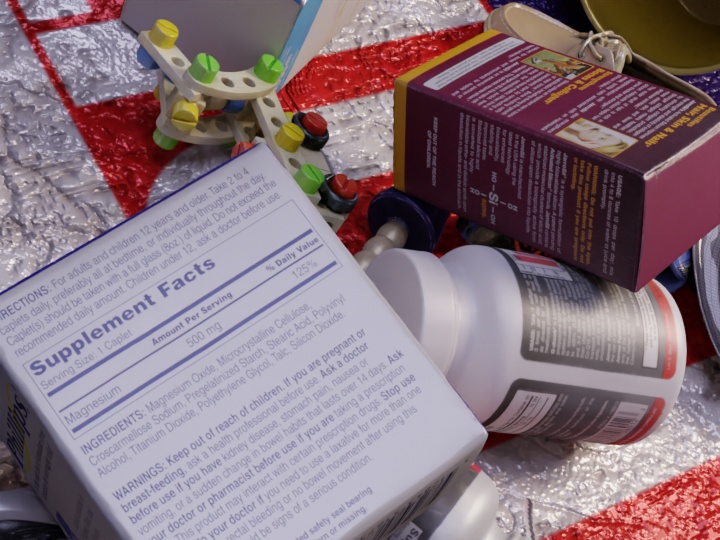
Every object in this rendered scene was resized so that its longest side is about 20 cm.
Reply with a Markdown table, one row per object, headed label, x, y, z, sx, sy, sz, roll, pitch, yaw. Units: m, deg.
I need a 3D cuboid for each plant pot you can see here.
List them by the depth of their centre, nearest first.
| label | x | y | z | sx | sy | sz | roll | pitch | yaw |
| --- | --- | --- | --- | --- | --- | --- | --- | --- | --- |
| plant pot | 0.295 | -0.261 | 1.309 | 0.200 | 0.200 | 0.142 | 49 | 22 | 16 |

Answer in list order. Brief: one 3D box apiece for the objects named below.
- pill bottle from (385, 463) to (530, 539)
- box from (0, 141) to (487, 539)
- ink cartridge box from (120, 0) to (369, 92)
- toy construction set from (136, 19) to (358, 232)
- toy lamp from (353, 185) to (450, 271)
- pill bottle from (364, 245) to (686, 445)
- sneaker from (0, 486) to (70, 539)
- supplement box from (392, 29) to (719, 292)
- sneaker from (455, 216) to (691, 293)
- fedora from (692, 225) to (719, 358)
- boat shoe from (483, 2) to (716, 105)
| label | x | y | z | sx | sy | sz | roll | pitch | yaw |
| --- | --- | --- | --- | --- | --- | --- | --- | --- | --- |
| pill bottle | 0.011 | 0.138 | 0.909 | 0.199 | 0.111 | 0.111 | 39 | 49 | 7 |
| box | -0.073 | 0.072 | 0.801 | 0.183 | 0.105 | 0.201 | -32 | 76 | -24 |
| ink cartridge box | -0.059 | -0.238 | 1.151 | 0.128 | 0.126 | 0.200 | 37 | 49 | 5 |
| toy construction set | -0.079 | -0.069 | 1.036 | 0.130 | 0.092 | 0.202 | 11 | 55 | -37 |
| toy lamp | 0.000 | 0.000 | 1.044 | 0.058 | 0.058 | 0.200 | 37 | 48 | 6 |
| pill bottle | 0.100 | 0.046 | 1.001 | 0.198 | 0.116 | 0.117 | 10 | 51 | -28 |
| sneaker | -0.148 | 0.178 | 0.827 | 0.198 | 0.076 | 0.115 | -3 | 54 | -29 |
| supplement box | 0.130 | -0.077 | 1.023 | 0.199 | 0.087 | 0.110 | 26 | 41 | 34 |
| sneaker | 0.163 | -0.027 | 1.131 | 0.198 | 0.076 | 0.079 | 3 | 57 | -21 |
| fedora | 0.338 | 0.015 | 1.134 | 0.175 | 0.090 | 0.203 | 0 | 72 | -25 |
| boat shoe | 0.193 | -0.162 | 1.250 | 0.199 | 0.065 | 0.072 | 33 | 48 | 2 |
